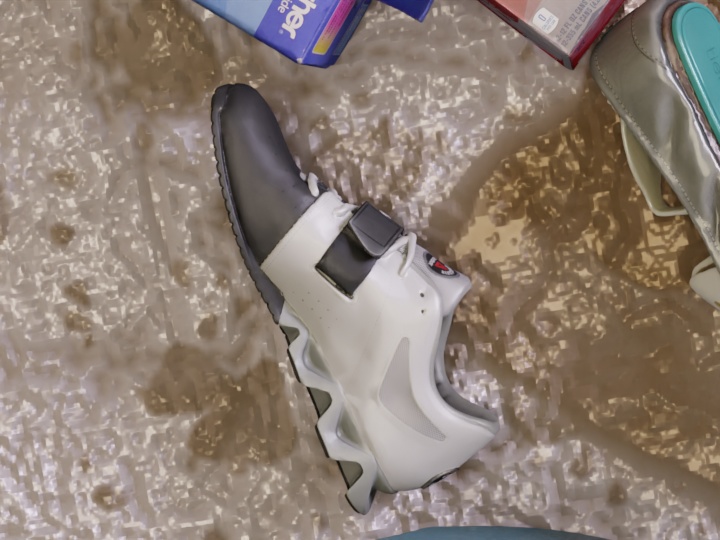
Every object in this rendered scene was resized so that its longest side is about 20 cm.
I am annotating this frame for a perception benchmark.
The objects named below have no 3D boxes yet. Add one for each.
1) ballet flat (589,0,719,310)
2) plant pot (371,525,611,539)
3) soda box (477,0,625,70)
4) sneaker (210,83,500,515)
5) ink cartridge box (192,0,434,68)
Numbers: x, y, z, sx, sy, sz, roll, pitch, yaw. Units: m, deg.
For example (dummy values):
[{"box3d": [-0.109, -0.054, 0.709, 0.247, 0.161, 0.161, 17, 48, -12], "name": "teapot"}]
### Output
[{"box3d": [0.163, -0.023, 1.212, 0.064, 0.067, 0.201, -29, 86, 38], "name": "ballet flat"}, {"box3d": [0.073, 0.205, 1.175, 0.199, 0.196, 0.197, 26, 98, 19], "name": "plant pot"}, {"box3d": [0.124, -0.187, 1.191, 0.070, 0.063, 0.200, 38, 92, 6], "name": "soda box"}, {"box3d": [0.000, 0.000, 1.233, 0.088, 0.074, 0.201, -23, 98, 11], "name": "sneaker"}, {"box3d": [-0.043, -0.180, 1.228, 0.199, 0.076, 0.137, 30, 98, 6], "name": "ink cartridge box"}]
